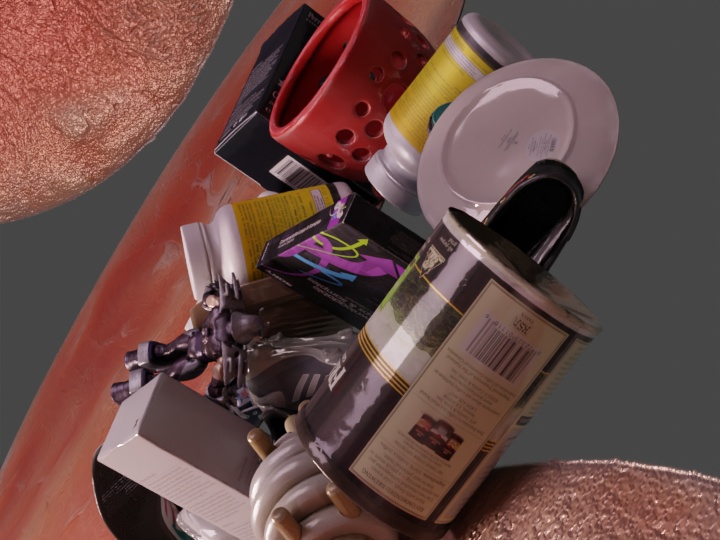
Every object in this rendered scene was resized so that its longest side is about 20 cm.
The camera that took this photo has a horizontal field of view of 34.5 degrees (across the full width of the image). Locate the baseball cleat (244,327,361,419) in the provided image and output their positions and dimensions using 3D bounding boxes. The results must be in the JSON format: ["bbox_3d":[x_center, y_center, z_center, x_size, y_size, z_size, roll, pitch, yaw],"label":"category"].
[{"bbox_3d":[-0.034,0.111,1.145,0.198,0.108,0.070,0,24,40],"label":"baseball cleat"}]

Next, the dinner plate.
[{"bbox_3d":[0.133,-0.111,1.033,0.198,0.024,0.203,-17,55,25],"label":"dinner plate"}]

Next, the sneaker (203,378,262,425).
[{"bbox_3d":[-0.172,0.167,1.329,0.108,0.070,0.200,-42,-14,14],"label":"sneaker"}]

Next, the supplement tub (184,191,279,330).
[{"bbox_3d":[-0.116,0.017,1.438,0.202,0.131,0.132,-59,19,-6],"label":"supplement tub"}]

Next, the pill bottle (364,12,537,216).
[{"bbox_3d":[0.094,-0.158,1.210,0.201,0.111,0.112,-50,20,21],"label":"pill bottle"}]

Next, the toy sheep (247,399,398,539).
[{"bbox_3d":[-0.032,0.188,0.956,0.138,0.137,0.201,-49,34,23],"label":"toy sheep"}]

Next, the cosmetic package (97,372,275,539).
[{"bbox_3d":[-0.143,0.190,1.132,0.101,0.199,0.072,-33,30,48],"label":"cosmetic package"}]

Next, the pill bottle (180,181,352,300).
[{"bbox_3d":[-0.100,-0.029,1.319,0.112,0.197,0.114,168,90,-80],"label":"pill bottle"}]

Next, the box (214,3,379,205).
[{"bbox_3d":[-0.055,-0.195,1.506,0.124,0.199,0.199,-32,32,49],"label":"box"}]

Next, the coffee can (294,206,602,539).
[{"bbox_3d":[0.065,0.077,0.870,0.201,0.145,0.147,-53,19,11],"label":"coffee can"}]

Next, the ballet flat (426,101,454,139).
[{"bbox_3d":[0.114,-0.072,1.091,0.072,0.071,0.202,-46,44,30],"label":"ballet flat"}]

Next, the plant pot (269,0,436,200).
[{"bbox_3d":[0.018,-0.193,1.346,0.201,0.181,0.201,-48,20,24],"label":"plant pot"}]

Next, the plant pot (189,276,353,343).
[{"bbox_3d":[-0.081,0.066,1.270,0.200,0.199,0.094,-29,73,55],"label":"plant pot"}]

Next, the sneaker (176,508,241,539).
[{"bbox_3d":[-0.152,0.247,1.272,0.087,0.074,0.200,-51,20,4],"label":"sneaker"}]

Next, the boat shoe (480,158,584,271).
[{"bbox_3d":[0.112,-0.002,0.960,0.203,0.073,0.063,-56,0,16],"label":"boat shoe"}]

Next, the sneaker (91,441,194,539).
[{"bbox_3d":[-0.240,0.266,1.300,0.083,0.202,0.121,-26,13,-9],"label":"sneaker"}]

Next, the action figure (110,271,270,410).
[{"bbox_3d":[-0.160,0.079,1.153,0.198,0.069,0.132,-24,50,35],"label":"action figure"}]

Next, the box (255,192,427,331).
[{"bbox_3d":[0.000,0.000,1.102,0.199,0.142,0.036,-21,41,61],"label":"box"}]

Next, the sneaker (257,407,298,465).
[{"bbox_3d":[-0.059,0.214,1.056,0.070,0.077,0.202,-49,27,33],"label":"sneaker"}]
